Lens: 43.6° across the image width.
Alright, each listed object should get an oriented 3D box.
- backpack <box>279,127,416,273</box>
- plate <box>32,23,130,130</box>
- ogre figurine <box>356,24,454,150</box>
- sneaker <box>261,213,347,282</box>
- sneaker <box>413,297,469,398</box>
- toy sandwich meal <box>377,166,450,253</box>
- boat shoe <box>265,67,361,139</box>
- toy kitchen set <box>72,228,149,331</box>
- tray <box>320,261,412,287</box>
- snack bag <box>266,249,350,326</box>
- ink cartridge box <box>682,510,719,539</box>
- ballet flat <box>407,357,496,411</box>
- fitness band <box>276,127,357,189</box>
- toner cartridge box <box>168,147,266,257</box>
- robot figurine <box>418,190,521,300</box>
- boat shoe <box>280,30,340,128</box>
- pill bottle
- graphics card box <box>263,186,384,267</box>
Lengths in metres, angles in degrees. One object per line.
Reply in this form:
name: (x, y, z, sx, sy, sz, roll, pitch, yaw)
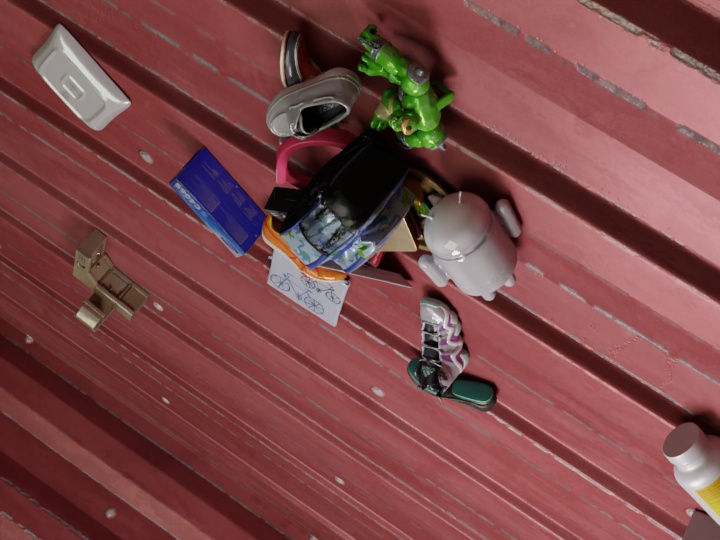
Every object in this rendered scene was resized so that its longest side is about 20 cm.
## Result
backpack: (-0.024, -0.087, 1.385, 0.147, 0.184, 0.199, 46, 142, -11)
plate: (-0.573, -0.377, 1.817, 0.200, 0.033, 0.198, 48, 149, -19)
ogre figurine: (0.065, -0.245, 1.272, 0.119, 0.097, 0.204, 34, 139, 41)
sneaker: (-0.107, -0.045, 1.741, 0.198, 0.073, 0.078, 32, 140, 4)
sneaker: (0.137, 0.160, 1.688, 0.077, 0.141, 0.202, 8, 140, 39)
toy sandwich meal: (0.074, -0.089, 1.488, 0.202, 0.071, 0.207, 27, 148, 18)
boat shoe: (-0.076, -0.232, 1.335, 0.197, 0.070, 0.072, -11, 141, 40)
toy kitchen set: (-0.677, 0.044, 2.364, 0.199, 0.164, 0.181, 37, 150, -2)
tray: (0.000, 0.000, 1.639, 0.106, 0.023, 0.198, 14, 180, 42)
snack bag: (-0.113, 0.022, 1.884, 0.186, 0.022, 0.201, 33, 150, 8)
ink cartridge box: (0.677, 0.582, 1.690, 0.142, 0.146, 0.202, 14, 142, 34)
ballet flat: (0.184, 0.241, 1.828, 0.197, 0.069, 0.069, 22, 156, 25)
fitness band: (-0.069, -0.179, 1.482, 0.140, 0.038, 0.201, 2, 159, -7)
toner cartridge box: (-0.276, -0.133, 1.772, 0.201, 0.096, 0.043, 49, 148, -19)
robot figurine: (0.171, -0.041, 1.393, 0.200, 0.168, 0.114, 47, -171, -38)
boat shoe: (-0.077, -0.284, 1.386, 0.061, 0.072, 0.202, 10, 145, 18)
pill bottle: (0.595, 0.347, 1.499, 0.200, 0.105, 0.104, 44, 149, -12)
graphics card box: (-0.061, -0.077, 1.587, 0.199, 0.052, 0.124, 35, 168, -35)
